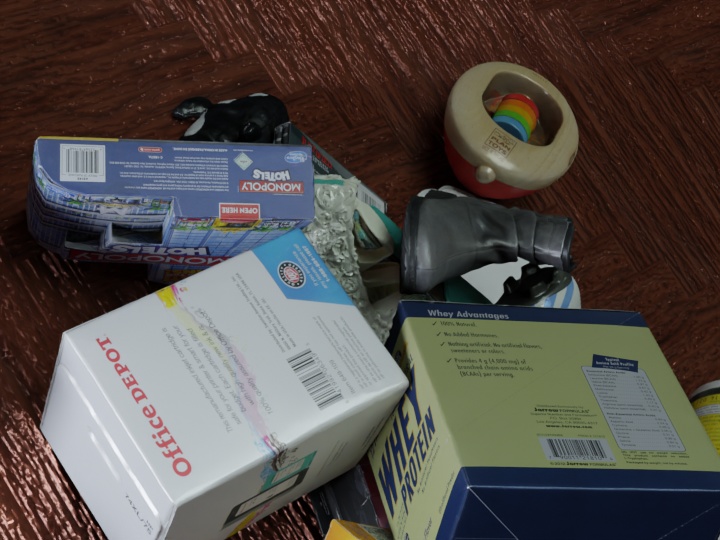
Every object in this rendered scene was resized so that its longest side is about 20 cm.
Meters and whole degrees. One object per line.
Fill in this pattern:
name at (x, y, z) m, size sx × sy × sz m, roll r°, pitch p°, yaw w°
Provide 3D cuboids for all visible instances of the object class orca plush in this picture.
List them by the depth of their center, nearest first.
orca plush at (-0.121, -0.113, 1.391) m, size 0.200 × 0.071 × 0.105 m, roll -16°, pitch 74°, yaw -43°

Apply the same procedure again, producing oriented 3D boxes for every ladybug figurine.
ladybug figurine at (0.138, -0.128, 1.587) m, size 0.136 × 0.072 × 0.200 m, roll 36°, pitch 36°, yaw 2°

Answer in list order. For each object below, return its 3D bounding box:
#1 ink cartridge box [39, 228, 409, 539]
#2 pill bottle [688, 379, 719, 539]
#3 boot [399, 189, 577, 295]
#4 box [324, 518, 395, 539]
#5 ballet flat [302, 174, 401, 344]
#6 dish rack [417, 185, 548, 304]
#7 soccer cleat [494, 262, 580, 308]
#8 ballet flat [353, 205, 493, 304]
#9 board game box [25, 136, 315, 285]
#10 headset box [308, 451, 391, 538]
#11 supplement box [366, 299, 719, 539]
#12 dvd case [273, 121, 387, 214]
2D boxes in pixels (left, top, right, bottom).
ink cartridge box at (-0.101, 0.096, 1.178) m, size 0.200 × 0.146 × 0.147 m, roll -25°, pitch 69°, yaw -30°
pill bottle at (0.333, 0.205, 1.513) m, size 0.111 × 0.111 × 0.200 m, roll 38°, pitch 46°, yaw -13°
boot at (0.105, -0.023, 1.303) m, size 0.131 × 0.070 × 0.200 m, roll 9°, pitch 19°, yaw 11°
box at (0.039, 0.260, 1.236) m, size 0.200 × 0.041 × 0.119 m, roll 18°, pitch 98°, yaw -38°
ballet flat at (0.000, 0.000, 1.298) m, size 0.200 × 0.072 × 0.072 m, roll 65°, pitch 28°, yaw -46°
dish rack at (0.126, 0.018, 1.521) m, size 0.171 × 0.044 × 0.200 m, roll 22°, pitch 51°, yaw -25°
soccer cleat at (0.111, 0.069, 1.348) m, size 0.200 × 0.070 × 0.086 m, roll -31°, pitch 113°, yaw -28°
ballet flat at (0.050, 0.022, 1.404) m, size 0.200 × 0.074 × 0.074 m, roll 42°, pitch 45°, yaw -20°
board game box at (-0.152, -0.037, 1.259) m, size 0.200 × 0.200 × 0.062 m, roll 1°, pitch 73°, yaw -13°
headset box at (0.042, 0.173, 1.333) m, size 0.200 × 0.075 × 0.149 m, roll -5°, pitch 66°, yaw -40°
supplement box at (0.127, 0.136, 1.183) m, size 0.200 × 0.134 × 0.200 m, roll 3°, pitch 35°, yaw -17°
dvd case at (-0.028, -0.009, 1.400) m, size 0.146 × 0.022 × 0.200 m, roll 37°, pitch 45°, yaw -42°
